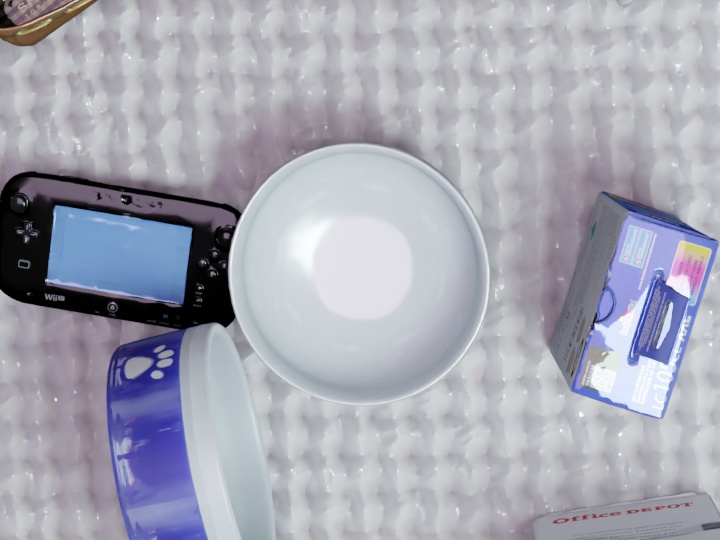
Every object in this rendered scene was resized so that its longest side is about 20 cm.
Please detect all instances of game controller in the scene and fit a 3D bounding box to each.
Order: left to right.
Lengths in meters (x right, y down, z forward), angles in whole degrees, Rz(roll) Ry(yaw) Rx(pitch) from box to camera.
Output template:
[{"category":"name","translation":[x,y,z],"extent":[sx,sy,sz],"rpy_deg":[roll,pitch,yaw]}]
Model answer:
[{"category":"game controller","translation":[-0.187,-0.014,1.495],"extent":[0.198,0.042,0.105],"rpy_deg":[9,96,2]}]

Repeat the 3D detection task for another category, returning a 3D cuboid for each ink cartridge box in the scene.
[{"category":"ink cartridge box","translation":[0.199,0.025,1.405],"extent":[0.076,0.200,0.138],"rpy_deg":[17,97,0]},{"category":"ink cartridge box","translation":[0.210,0.241,1.430],"extent":[0.145,0.200,0.084],"rpy_deg":[-9,99,3]}]

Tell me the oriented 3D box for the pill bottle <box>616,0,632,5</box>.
[{"category":"pill bottle","translation":[0.181,-0.306,1.414],"extent":[0.113,0.114,0.201],"rpy_deg":[-31,95,5]}]

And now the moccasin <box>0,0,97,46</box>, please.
[{"category":"moccasin","translation":[-0.205,-0.248,1.451],"extent":[0.201,0.078,0.074],"rpy_deg":[-33,94,5]}]

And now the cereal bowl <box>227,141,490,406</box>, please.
[{"category":"cereal bowl","translation":[0.000,0.000,1.469],"extent":[0.198,0.083,0.202],"rpy_deg":[0,96,2]}]

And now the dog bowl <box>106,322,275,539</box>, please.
[{"category":"dog bowl","translation":[-0.124,0.145,1.430],"extent":[0.078,0.200,0.202],"rpy_deg":[-12,96,5]}]
